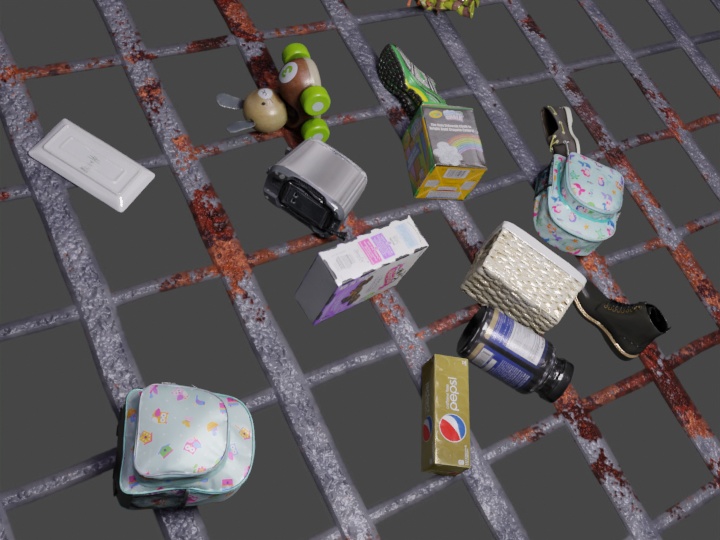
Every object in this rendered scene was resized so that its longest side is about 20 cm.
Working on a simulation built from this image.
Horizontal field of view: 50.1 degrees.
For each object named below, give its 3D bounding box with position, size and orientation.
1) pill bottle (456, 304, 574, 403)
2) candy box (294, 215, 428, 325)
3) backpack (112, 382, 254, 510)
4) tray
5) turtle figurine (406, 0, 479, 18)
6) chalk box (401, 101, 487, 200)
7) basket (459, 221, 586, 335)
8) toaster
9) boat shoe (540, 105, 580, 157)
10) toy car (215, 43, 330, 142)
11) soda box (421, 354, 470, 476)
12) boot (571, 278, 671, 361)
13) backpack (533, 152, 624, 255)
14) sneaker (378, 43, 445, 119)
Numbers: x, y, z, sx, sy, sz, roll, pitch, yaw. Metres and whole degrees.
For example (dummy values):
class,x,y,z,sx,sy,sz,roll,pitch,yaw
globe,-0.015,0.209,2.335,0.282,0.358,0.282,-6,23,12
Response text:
class,x,y,z,sx,sy,sz,roll,pitch,yaw
pill bottle,0.289,0.159,1.432,0.200,0.112,0.112,32,57,-2
candy box,0.000,0.000,1.379,0.200,0.168,0.072,-24,74,-29
backpack,-0.257,0.262,1.156,0.200,0.153,0.176,10,54,-23
tray,-0.485,-0.196,1.395,0.200,0.022,0.107,32,58,-1
turtle figurine,0.198,-0.648,1.861,0.161,0.064,0.200,17,38,15
chalk box,0.168,-0.264,1.613,0.124,0.124,0.200,1,62,-18
basket,0.310,0.025,1.502,0.200,0.136,0.123,37,61,2
toaster,-0.076,-0.158,1.471,0.200,0.114,0.129,34,54,2
boat shoe,0.456,-0.299,1.771,0.061,0.072,0.201,7,54,-12
toy car,-0.178,-0.332,1.517,0.200,0.158,0.164,-14,56,-13
soda box,0.149,0.253,1.358,0.068,0.064,0.200,11,59,-14
boot,0.522,0.070,1.550,0.077,0.138,0.200,-34,77,-31
backpack,0.464,-0.139,1.645,0.177,0.151,0.200,23,62,-9
sneaker,0.112,-0.417,1.712,0.085,0.078,0.200,-29,84,-37
